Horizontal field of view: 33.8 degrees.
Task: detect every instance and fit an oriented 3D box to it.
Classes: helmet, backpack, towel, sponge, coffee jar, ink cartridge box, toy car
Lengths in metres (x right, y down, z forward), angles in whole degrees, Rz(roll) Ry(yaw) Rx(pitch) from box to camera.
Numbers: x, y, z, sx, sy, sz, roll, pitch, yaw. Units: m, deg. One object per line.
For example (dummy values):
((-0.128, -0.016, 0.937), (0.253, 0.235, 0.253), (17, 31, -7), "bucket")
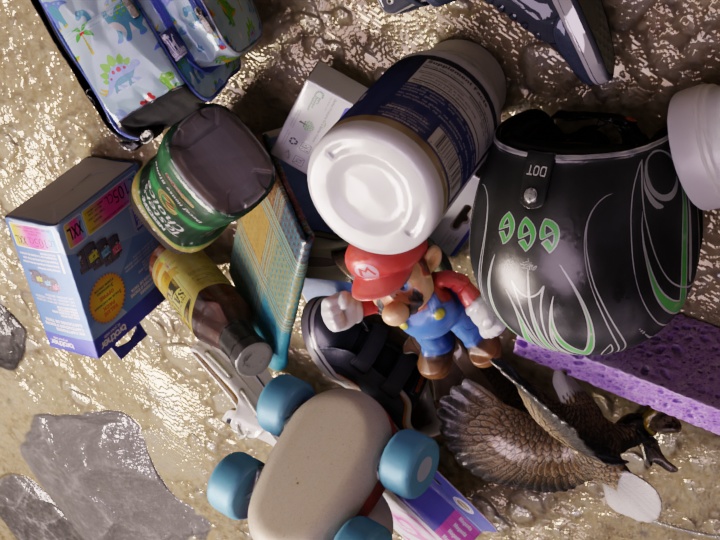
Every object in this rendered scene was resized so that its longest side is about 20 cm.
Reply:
((0.181, -0.025, 0.956), (0.199, 0.200, 0.192), (7, 114, 25), "helmet")
((-0.182, -0.235, 1.012), (0.147, 0.183, 0.200), (-29, 105, 17), "backpack")
((-0.087, -0.013, 1.146), (0.200, 0.022, 0.147), (108, 145, -47), "towel")
((0.243, 0.068, 1.037), (0.199, 0.112, 0.030), (21, 129, 14), "sponge")
((-0.157, -0.081, 1.128), (0.104, 0.085, 0.200), (49, 158, -6), "coffee jar")
((0.025, -0.099, 1.076), (0.199, 0.039, 0.100), (31, 133, -4), "ink cartridge box")
((-0.013, 0.227, 1.170), (0.184, 0.177, 0.200), (20, 160, 31), "toy car")
((0.031, 0.225, 1.266), (0.196, 0.043, 0.200), (44, 162, -5), "ink cartridge box")
((-0.281, -0.002, 1.264), (0.076, 0.136, 0.201), (13, 129, 28), "ink cartridge box")

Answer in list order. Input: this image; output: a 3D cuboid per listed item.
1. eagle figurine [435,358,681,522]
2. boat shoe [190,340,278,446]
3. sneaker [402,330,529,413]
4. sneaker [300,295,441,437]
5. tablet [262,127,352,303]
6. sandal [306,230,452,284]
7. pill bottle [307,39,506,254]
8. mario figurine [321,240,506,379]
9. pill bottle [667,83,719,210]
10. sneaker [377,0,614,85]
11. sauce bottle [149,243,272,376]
((0.187, 0.145, 1.089), (0.199, 0.151, 0.153), (1, 111, -24), "eagle figurine")
((-0.117, 0.152, 1.288), (0.200, 0.070, 0.071), (56, 159, 9), "boat shoe")
((0.118, 0.132, 1.187), (0.075, 0.070, 0.201), (-25, 99, 35), "sneaker")
((0.021, 0.099, 1.211), (0.079, 0.079, 0.200), (-9, 130, 40), "sneaker")
((-0.042, -0.052, 1.176), (0.130, 0.014, 0.201), (-11, 116, 35), "tablet")
((0.000, 0.001, 1.131), (0.200, 0.058, 0.080), (-3, 140, 35), "sandal")
((0.047, -0.109, 0.954), (0.111, 0.200, 0.112), (15, 129, 20), "pill bottle")
((0.048, 0.041, 1.036), (0.200, 0.123, 0.106), (47, 180, -45), "mario figurine")
((0.332, -0.110, 0.850), (0.199, 0.116, 0.117), (-13, 116, 35), "pill bottle")
((0.099, -0.211, 0.923), (0.146, 0.077, 0.203), (-27, 98, 29), "sneaker")
((-0.152, 0.036, 1.205), (0.200, 0.066, 0.066), (43, 147, 47), "sauce bottle")
